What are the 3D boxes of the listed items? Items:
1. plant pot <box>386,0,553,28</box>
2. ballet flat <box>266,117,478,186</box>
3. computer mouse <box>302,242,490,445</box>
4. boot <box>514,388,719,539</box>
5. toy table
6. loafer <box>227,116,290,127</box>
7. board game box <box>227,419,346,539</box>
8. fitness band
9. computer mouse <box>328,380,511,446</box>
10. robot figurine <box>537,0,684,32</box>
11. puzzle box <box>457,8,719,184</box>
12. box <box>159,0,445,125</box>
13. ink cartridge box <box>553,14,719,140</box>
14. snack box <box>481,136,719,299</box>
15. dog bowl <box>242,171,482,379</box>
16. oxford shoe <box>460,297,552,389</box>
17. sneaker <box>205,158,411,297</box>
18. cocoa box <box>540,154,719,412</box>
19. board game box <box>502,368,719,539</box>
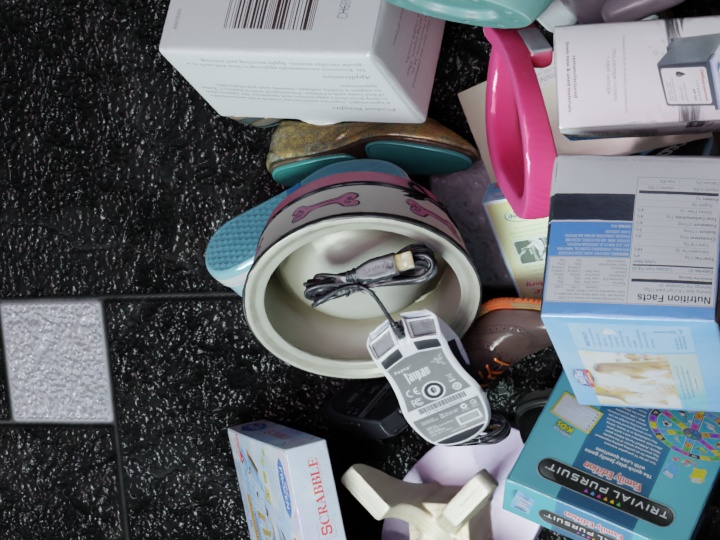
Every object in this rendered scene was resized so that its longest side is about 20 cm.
[{"bbox_3d":[0.083,-0.274,1.354,0.199,0.200,0.163,12,89,22],"label":"plant pot"},{"bbox_3d":[0.009,-0.118,1.599,0.198,0.071,0.071,-4,97,24],"label":"ballet flat"},{"bbox_3d":[0.042,0.063,1.490,0.109,0.044,0.201,-23,122,13],"label":"computer mouse"},{"bbox_3d":[0.202,0.195,1.500,0.209,0.158,0.080,18,147,20],"label":"boot"},{"bbox_3d":[0.074,0.226,1.595,0.183,0.117,0.201,34,112,16],"label":"toy table"},{"bbox_3d":[-0.036,-0.180,1.604,0.199,0.063,0.072,-29,87,26],"label":"loafer"},{"bbox_3d":[-0.058,0.243,1.630,0.041,0.199,0.202,-13,96,-18],"label":"board game box"},{"bbox_3d":[0.126,-0.122,1.443,0.037,0.200,0.145,-5,113,-4],"label":"fitness band"},{"bbox_3d":[0.051,0.135,1.606,0.199,0.059,0.034,8,130,42],"label":"computer mouse"},{"bbox_3d":[0.216,-0.266,1.444,0.199,0.113,0.171,-26,53,26],"label":"robot figurine"},{"bbox_3d":[0.193,-0.125,1.529,0.199,0.025,0.134,-21,90,26],"label":"puzzle box"},{"bbox_3d":[-0.036,-0.240,1.515,0.197,0.131,0.202,4,71,23],"label":"box"},{"bbox_3d":[0.253,-0.148,1.404,0.198,0.146,0.087,-4,91,9],"label":"ink cartridge box"},{"bbox_3d":[0.212,-0.034,1.507,0.198,0.037,0.117,-11,118,26],"label":"snack box"},{"bbox_3d":[0.000,0.000,1.515,0.198,0.074,0.201,-1,137,-1],"label":"dog bowl"},{"bbox_3d":[0.112,0.073,1.551,0.199,0.071,0.073,-18,57,45],"label":"oxford shoe"},{"bbox_3d":[-0.024,-0.018,1.607,0.199,0.131,0.080,-21,47,20],"label":"sneaker"},{"bbox_3d":[0.219,0.014,1.376,0.132,0.200,0.132,2,67,17],"label":"cocoa box"},{"bbox_3d":[0.222,0.134,1.467,0.150,0.201,0.047,22,144,16],"label":"board game box"}]
